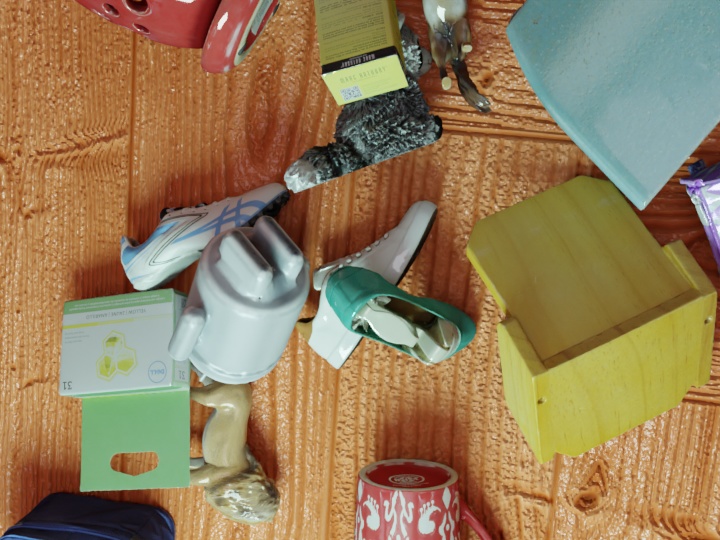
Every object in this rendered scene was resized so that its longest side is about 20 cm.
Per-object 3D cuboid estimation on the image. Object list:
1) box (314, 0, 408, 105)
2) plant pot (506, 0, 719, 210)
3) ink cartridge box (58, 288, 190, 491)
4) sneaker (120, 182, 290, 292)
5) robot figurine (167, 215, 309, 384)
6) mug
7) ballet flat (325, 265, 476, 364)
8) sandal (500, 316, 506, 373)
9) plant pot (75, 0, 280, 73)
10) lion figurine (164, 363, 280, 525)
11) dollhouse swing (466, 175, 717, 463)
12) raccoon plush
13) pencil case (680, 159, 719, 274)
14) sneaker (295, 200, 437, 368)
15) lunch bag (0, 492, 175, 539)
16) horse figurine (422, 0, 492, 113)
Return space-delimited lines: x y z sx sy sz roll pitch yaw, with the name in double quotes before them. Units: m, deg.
"box" -0.006 -0.258 0.946 0.074 0.050 0.203 -14 63 11
"plant pot" 0.244 -0.196 0.907 0.200 0.196 0.197 41 104 10
"ink cartridge box" -0.250 0.129 1.067 0.143 0.048 0.204 -6 75 21
"sneaker" -0.167 -0.047 1.058 0.198 0.072 0.073 -26 87 9
"robot figurine" -0.119 0.037 1.017 0.113 0.168 0.201 50 139 22
"mug" 0.063 0.311 1.078 0.132 0.176 0.204 6 99 45
"ballet flat" 0.048 0.059 0.989 0.198 0.071 0.068 25 115 -36
"sandal" 0.178 0.057 1.032 0.074 0.045 0.204 -4 100 8
"plant pot" -0.158 -0.306 0.945 0.181 0.201 0.202 29 104 -5
"lion figurine" -0.148 0.179 1.096 0.120 0.072 0.204 1 98 6
"dollhouse swing" 0.215 0.043 0.996 0.198 0.176 0.183 -24 133 -11
"raccoon plush" 0.000 -0.169 0.958 0.096 0.199 0.136 -13 99 44
"pencil case" 0.375 -0.012 0.958 0.085 0.084 0.203 -24 96 -22
"sneaker" 0.000 0.000 1.036 0.084 0.073 0.201 36 101 6
"lunch bag" -0.318 0.340 1.122 0.196 0.132 0.138 4 101 8
"horse figurine" 0.085 -0.253 0.961 0.049 0.133 0.203 -10 112 7
